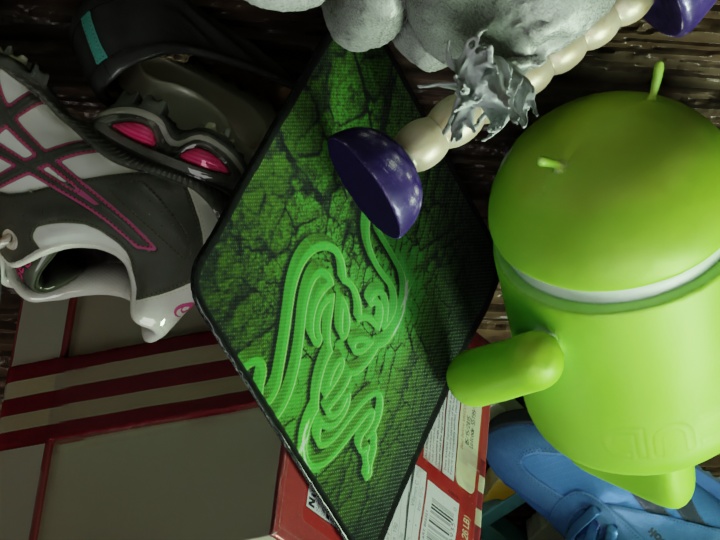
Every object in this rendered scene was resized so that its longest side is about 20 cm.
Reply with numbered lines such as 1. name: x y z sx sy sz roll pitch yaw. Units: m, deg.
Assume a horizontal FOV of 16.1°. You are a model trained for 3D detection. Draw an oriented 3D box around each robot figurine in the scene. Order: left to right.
1. robot figurine: 0.121 0.008 1.125 0.175 0.115 0.201 -39 134 -27

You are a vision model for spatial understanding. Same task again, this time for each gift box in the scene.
1. gift box: -0.055 0.099 1.148 0.186 0.186 0.200 -11 143 31

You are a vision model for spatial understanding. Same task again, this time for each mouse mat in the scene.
1. mouse mat: 0.000 0.000 1.080 0.007 0.201 0.161 -9 126 33

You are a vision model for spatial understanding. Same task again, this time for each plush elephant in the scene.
1. plush elephant: 0.027 -0.156 0.986 0.164 0.200 0.155 -25 113 24

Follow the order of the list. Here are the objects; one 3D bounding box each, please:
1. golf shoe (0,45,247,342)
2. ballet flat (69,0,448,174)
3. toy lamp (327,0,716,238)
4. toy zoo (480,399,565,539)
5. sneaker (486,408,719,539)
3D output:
1. golf shoe: -0.144 -0.040 1.061 0.199 0.089 0.077 18 159 18
2. ballet flat: -0.043 -0.058 1.116 0.199 0.069 0.068 25 123 -27
3. toy lamp: 0.079 -0.091 1.067 0.199 0.058 0.058 -37 133 -14
4. toy zoo: 0.058 0.129 1.332 0.131 0.021 0.200 -34 128 21
5. sneaker: 0.145 0.137 1.251 0.199 0.079 0.066 28 149 -4
